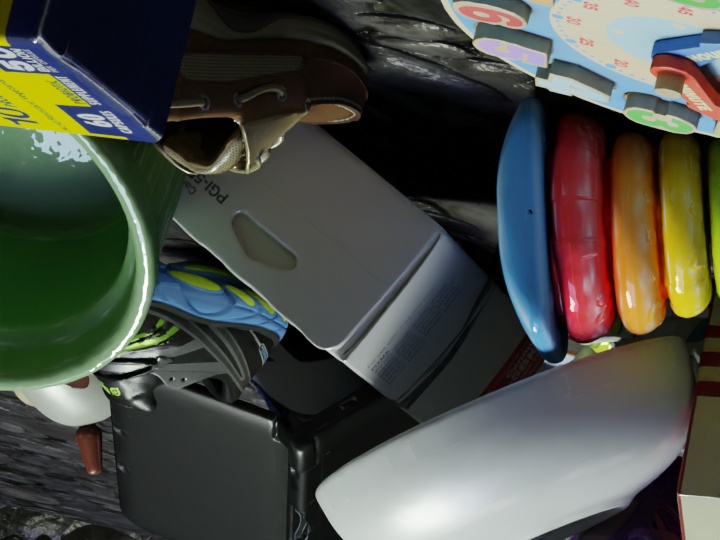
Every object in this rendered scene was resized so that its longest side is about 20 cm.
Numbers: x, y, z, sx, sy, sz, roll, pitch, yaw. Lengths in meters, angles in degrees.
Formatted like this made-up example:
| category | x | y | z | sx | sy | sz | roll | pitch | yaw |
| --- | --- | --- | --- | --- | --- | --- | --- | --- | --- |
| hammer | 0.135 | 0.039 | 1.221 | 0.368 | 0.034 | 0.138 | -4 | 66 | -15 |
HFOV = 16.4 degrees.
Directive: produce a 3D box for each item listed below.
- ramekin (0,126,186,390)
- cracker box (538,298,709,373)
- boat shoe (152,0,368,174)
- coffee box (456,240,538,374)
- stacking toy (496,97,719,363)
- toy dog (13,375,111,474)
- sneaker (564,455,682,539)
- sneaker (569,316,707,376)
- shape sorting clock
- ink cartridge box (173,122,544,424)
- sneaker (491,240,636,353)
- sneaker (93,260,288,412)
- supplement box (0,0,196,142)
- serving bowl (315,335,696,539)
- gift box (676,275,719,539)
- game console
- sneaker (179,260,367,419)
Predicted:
| category | x | y | z | sx | sy | sz | roll | pitch | yaw |
| --- | --- | --- | --- | --- | --- | --- | --- | --- | --- |
| ramekin | -0.175 | -0.050 | 1.156 | 0.199 | 0.098 | 0.201 | 10 | 132 | 11 |
| cracker box | 0.183 | 0.058 | 1.521 | 0.199 | 0.058 | 0.134 | 16 | 166 | -16 |
| boat shoe | -0.068 | -0.077 | 1.096 | 0.075 | 0.074 | 0.200 | -7 | 171 | 35 |
| coffee box | 0.039 | 0.056 | 1.535 | 0.123 | 0.044 | 0.200 | 59 | 159 | -1 |
| stacking toy | 0.167 | -0.023 | 1.155 | 0.199 | 0.117 | 0.110 | -4 | 170 | 10 |
| toy dog | -0.195 | 0.063 | 1.448 | 0.199 | 0.097 | 0.132 | 9 | 160 | -39 |
| sneaker | 0.136 | 0.157 | 1.274 | 0.081 | 0.200 | 0.088 | 49 | 136 | 0 |
| sneaker | 0.217 | 0.050 | 1.402 | 0.199 | 0.071 | 0.093 | 0 | 163 | -11 |
| shape sorting clock | 0.126 | -0.089 | 1.003 | 0.199 | 0.039 | 0.200 | 12 | 166 | 3 |
| ink cartridge box | 0.000 | 0.000 | 1.276 | 0.147 | 0.083 | 0.200 | 40 | 179 | 26 |
| sneaker | 0.111 | -0.002 | 1.317 | 0.081 | 0.074 | 0.200 | 16 | 165 | 0 |
| sneaker | -0.124 | 0.032 | 1.304 | 0.199 | 0.083 | 0.071 | 14 | -166 | -42 |
| supplement box | -0.173 | -0.126 | 0.977 | 0.199 | 0.110 | 0.109 | 7 | 166 | 24 |
| serving bowl | 0.081 | 0.102 | 1.231 | 0.199 | 0.066 | 0.200 | -21 | 167 | -5 |
| gift box | 0.266 | 0.076 | 1.245 | 0.186 | 0.201 | 0.185 | 7 | 153 | 15 |
| game console | -0.043 | 0.099 | 1.476 | 0.117 | 0.175 | 0.200 | 51 | 159 | 25 |
| sneaker | -0.058 | 0.023 | 1.566 | 0.199 | 0.080 | 0.116 | 34 | 141 | 42 |
